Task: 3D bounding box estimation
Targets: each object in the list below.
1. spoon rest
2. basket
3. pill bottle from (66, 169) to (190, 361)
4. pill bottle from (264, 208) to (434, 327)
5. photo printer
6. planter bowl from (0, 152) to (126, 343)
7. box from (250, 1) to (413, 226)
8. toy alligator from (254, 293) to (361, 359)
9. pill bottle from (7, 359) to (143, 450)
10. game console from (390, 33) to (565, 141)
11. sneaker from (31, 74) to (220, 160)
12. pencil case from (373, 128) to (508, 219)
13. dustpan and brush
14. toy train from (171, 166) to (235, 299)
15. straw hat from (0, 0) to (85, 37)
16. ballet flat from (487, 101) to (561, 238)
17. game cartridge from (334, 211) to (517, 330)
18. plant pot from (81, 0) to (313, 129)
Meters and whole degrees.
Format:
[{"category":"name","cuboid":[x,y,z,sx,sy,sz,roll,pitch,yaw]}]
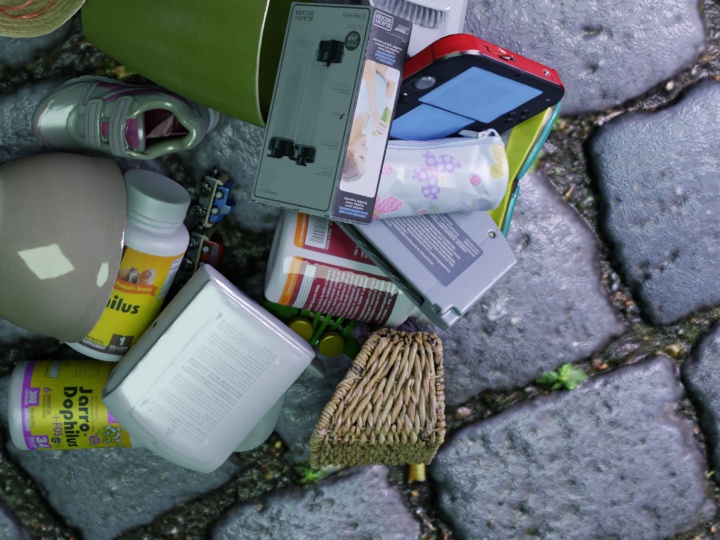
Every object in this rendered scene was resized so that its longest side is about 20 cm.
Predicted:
[{"category":"spoon rest","cuboid":[-0.118,0.151,1.479,0.099,0.061,0.200,42,119,-18]},{"category":"basket","cuboid":[0.013,0.141,1.396,0.148,0.200,0.143,-1,73,-1]},{"category":"pill bottle","cuboid":[-0.258,-0.007,1.362,0.109,0.109,0.200,21,112,-12]},{"category":"pill bottle","cuboid":[0.000,0.000,1.376,0.199,0.113,0.113,13,113,-9]},{"category":"photo printer","cuboid":[-0.173,0.117,1.360,0.166,0.069,0.200,39,95,-21]},{"category":"planter bowl","cuboid":[-0.344,-0.034,1.275,0.134,0.200,0.201,12,116,-33]},{"category":"box","cuboid":[-0.029,-0.151,1.188,0.060,0.116,0.201,10,92,-48]},{"category":"toy alligator","cuboid":[-0.071,0.045,1.423,0.200,0.059,0.054,26,111,-14]},{"category":"pill bottle","cuboid":[-0.300,0.155,1.437,0.199,0.104,0.105,-2,115,-2]},{"category":"game console","cuboid":[0.094,-0.169,1.256,0.177,0.031,0.200,-31,154,35]},{"category":"sneaker","cuboid":[-0.251,-0.160,1.303,0.199,0.088,0.082,-6,115,0]},{"category":"pencil case","cuboid":[0.054,-0.099,1.280,0.199,0.083,0.091,-6,145,-16]},{"category":"dustpan and brush","cuboid":[0.025,-0.284,1.228,0.199,0.057,0.140,16,74,-18]},{"category":"toy train","cuboid":[-0.178,-0.022,1.397,0.046,0.034,0.201,17,113,2]},{"category":"straw hat","cuboid":[-0.324,-0.332,1.217,0.200,0.085,0.202,2,101,10]},{"category":"ballet flat","cuboid":[0.156,-0.108,1.366,0.067,0.067,0.200,24,115,9]},{"category":"game cartridge","cuboid":[0.067,-0.047,1.332,0.200,0.133,0.042,46,149,8]},{"category":"plant pot","cuboid":[-0.167,-0.252,1.233,0.199,0.187,0.188,12,115,9]}]
